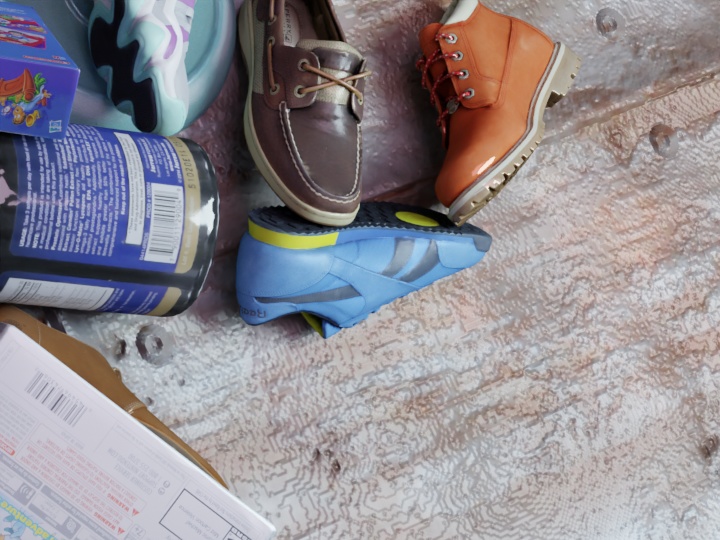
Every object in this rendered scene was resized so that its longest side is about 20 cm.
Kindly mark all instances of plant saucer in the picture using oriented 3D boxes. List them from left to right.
[{"bbox_3d":[-0.165,-0.177,1.641,0.200,0.027,0.200,11,67,-26],"label":"plant saucer"}]

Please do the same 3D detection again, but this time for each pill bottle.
[{"bbox_3d":[-0.194,-0.035,1.521,0.200,0.112,0.112,7,69,-28],"label":"pill bottle"}]

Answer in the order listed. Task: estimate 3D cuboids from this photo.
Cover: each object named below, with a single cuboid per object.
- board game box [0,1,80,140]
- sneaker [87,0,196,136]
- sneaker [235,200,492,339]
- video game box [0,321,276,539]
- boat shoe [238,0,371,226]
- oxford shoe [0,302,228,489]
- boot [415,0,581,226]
[{"bbox_3d":[-0.277,-0.130,1.485,0.200,0.134,0.045,7,108,-22],"label":"board game box"},{"bbox_3d":[-0.107,-0.186,1.615,0.140,0.078,0.200,-12,79,-32],"label":"sneaker"},{"bbox_3d":[0.000,0.000,1.661,0.200,0.066,0.079,-4,110,-41],"label":"sneaker"},{"bbox_3d":[-0.180,0.161,1.459,0.200,0.047,0.182,39,80,-13],"label":"video game box"},{"bbox_3d":[-0.031,-0.122,1.640,0.072,0.072,0.200,10,50,-25],"label":"boat shoe"},{"bbox_3d":[-0.150,0.087,1.533,0.200,0.071,0.071,40,34,-17],"label":"oxford shoe"},{"bbox_3d":[0.072,-0.111,1.717,0.107,0.075,0.200,37,39,-9],"label":"boot"}]
